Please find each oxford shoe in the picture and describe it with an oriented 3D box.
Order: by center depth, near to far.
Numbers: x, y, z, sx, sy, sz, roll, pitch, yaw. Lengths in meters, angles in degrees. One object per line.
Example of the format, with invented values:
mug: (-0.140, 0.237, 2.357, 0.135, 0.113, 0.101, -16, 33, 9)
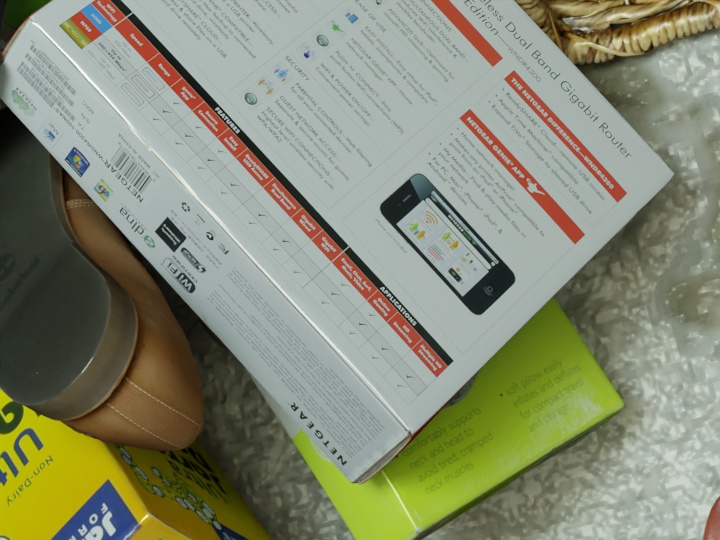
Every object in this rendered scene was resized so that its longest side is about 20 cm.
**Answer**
oxford shoe: (-0.110, 0.007, 0.925, 0.071, 0.071, 0.200, -47, 36, 10)

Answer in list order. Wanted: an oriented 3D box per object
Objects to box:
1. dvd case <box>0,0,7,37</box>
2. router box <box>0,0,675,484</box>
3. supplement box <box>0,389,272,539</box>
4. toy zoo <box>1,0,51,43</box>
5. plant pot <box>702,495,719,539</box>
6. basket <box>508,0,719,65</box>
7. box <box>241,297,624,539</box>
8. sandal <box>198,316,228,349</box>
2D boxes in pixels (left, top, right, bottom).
dvd case: (-0.191, -0.042, 0.988, 0.025, 0.151, 0.200, 26, 118, -18)
router box: (-0.006, -0.051, 0.943, 0.200, 0.179, 0.049, 48, 142, 2)
supplement box: (-0.124, 0.090, 0.971, 0.109, 0.109, 0.200, -48, 46, 6)
toy zoo: (-0.081, -0.189, 0.996, 0.200, 0.020, 0.132, -32, 44, 38)
plant pot: (0.231, 0.136, 0.885, 0.194, 0.201, 0.202, -11, 82, 22)
basket: (0.132, -0.178, 0.952, 0.199, 0.143, 0.150, -14, 81, 13)
box: (0.000, 0.000, 0.980, 0.201, 0.122, 0.048, 56, 143, 8)
sandal: (-0.082, -0.058, 1.041, 0.054, 0.080, 0.201, -22, 84, 34)
